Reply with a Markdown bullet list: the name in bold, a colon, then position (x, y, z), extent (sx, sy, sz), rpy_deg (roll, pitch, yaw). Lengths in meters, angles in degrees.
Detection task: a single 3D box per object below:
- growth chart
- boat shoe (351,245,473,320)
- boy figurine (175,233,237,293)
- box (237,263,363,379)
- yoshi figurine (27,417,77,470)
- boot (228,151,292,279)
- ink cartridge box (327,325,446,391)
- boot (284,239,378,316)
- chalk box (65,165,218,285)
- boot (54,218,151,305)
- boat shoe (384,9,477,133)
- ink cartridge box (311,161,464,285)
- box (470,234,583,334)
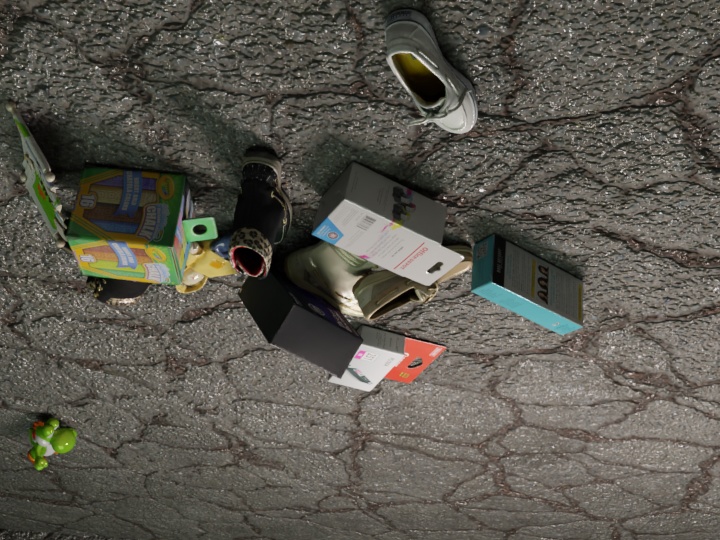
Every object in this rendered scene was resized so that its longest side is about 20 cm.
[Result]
- **growth chart**: position (-0.448, -0.125, 1.406), extent (0.018, 0.146, 0.201), rpy_deg (-27, 163, -23)
- **boat shoe**: position (0.088, 0.021, 1.529), extent (0.197, 0.066, 0.073), rpy_deg (-19, 152, -12)
- **boy figurine**: position (-0.233, -0.019, 1.595), extent (0.198, 0.065, 0.124), rpy_deg (-20, 151, 35)
- **box**: position (-0.098, 0.072, 1.591), extent (0.140, 0.080, 0.200), rpy_deg (26, -171, -29)
- **yoshi figurine**: position (-0.755, 0.430, 2.479), extent (0.110, 0.114, 0.200), rpy_deg (1, 153, -24)
- **boot**: position (-0.145, -0.052, 1.423), extent (0.072, 0.156, 0.205), rpy_deg (5, 151, 4)
- **ink cartridge box**: position (0.047, 0.179, 1.911), extent (0.171, 0.044, 0.200), rpy_deg (16, 150, -13)
- **boot**: position (0.000, 0.000, 1.575), extent (0.198, 0.073, 0.154), rpy_deg (26, 143, -30)
- **chalk box**: position (-0.310, -0.062, 1.472), extent (0.196, 0.126, 0.125), rpy_deg (6, 152, 1)
- **boot**: position (-0.418, -0.009, 1.646), extent (0.197, 0.074, 0.150), rpy_deg (14, 149, -27)
- **boat shoe**: position (0.084, -0.205, 1.171), extent (0.073, 0.087, 0.202), rpy_deg (-7, 148, 23)
- **ink cartridge box**: position (0.045, -0.062, 1.436), extent (0.198, 0.069, 0.115), rpy_deg (25, 148, -17)
- **box**: position (0.259, 0.025, 1.547), extent (0.198, 0.083, 0.049), rpy_deg (25, 147, -29)
